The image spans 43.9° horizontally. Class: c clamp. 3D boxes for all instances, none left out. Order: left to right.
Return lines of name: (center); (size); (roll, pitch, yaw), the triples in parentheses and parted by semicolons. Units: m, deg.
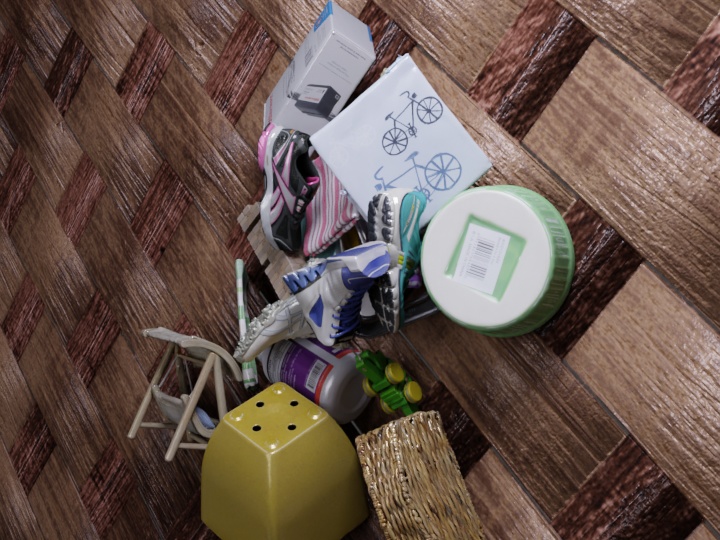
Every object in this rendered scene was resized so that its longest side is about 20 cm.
c clamp: (0.043, -0.004, 1.257); (0.197, 0.027, 0.174); (-27, 95, 2)

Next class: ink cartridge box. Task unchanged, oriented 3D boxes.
ink cartridge box: (-0.067, -0.294, 1.391); (0.201, 0.083, 0.146); (-52, 23, 25)

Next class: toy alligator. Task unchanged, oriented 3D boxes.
toy alligator: (0.030, 0.144, 1.287); (0.059, 0.055, 0.200); (-31, 112, 34)

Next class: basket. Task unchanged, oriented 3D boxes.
basket: (0.053, 0.317, 1.232); (0.148, 0.141, 0.204); (-29, 75, 35)

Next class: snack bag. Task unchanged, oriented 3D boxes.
snack bag: (0.051, -0.158, 1.217); (0.188, 0.021, 0.201); (-40, 98, 3)

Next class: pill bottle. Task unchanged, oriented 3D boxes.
pill bottle: (-0.076, 0.147, 1.386); (0.198, 0.111, 0.115); (27, 104, 39)

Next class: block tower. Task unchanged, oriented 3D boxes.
block tower: (-0.127, -0.024, 1.434); (0.054, 0.057, 0.202); (-48, 60, 28)

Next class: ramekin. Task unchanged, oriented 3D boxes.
ramekin: (0.173, -0.014, 1.160); (0.196, 0.097, 0.205); (-1, 88, 24)

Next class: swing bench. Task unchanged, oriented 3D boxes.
swing bench: (-0.298, 0.208, 1.535); (0.197, 0.127, 0.205); (5, 87, 58)

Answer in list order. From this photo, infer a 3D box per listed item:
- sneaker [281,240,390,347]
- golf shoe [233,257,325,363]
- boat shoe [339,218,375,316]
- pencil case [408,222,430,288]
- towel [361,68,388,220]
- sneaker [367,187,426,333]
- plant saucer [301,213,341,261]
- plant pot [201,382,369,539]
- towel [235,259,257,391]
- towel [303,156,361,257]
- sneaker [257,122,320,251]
sneaker: (-0.020, 0.036, 1.192); (0.198, 0.080, 0.117); (-19, 93, 53)
golf shoe: (-0.098, 0.078, 1.325); (0.200, 0.097, 0.078); (-45, 12, -5)
boat shoe: (0.000, 0.000, 1.352); (0.070, 0.069, 0.205); (-8, 88, 37)
pencil case: (0.066, -0.075, 1.299); (0.083, 0.085, 0.205); (10, 94, 38)
towel: (0.026, -0.186, 1.307); (0.036, 0.149, 0.204); (9, 109, -4)
sneaker: (0.055, -0.010, 1.196); (0.077, 0.078, 0.204); (38, 130, 52)
plant saucer: (-0.083, -0.031, 1.456); (0.197, 0.036, 0.205); (-4, 84, 40)
plant pot: (-0.118, 0.289, 1.311); (0.192, 0.194, 0.204); (26, 132, 38)
towel: (-0.190, 0.096, 1.489); (0.153, 0.023, 0.205); (118, 148, -79)
towel: (-0.046, -0.117, 1.340); (0.200, 0.029, 0.150); (145, 126, -61)
sneaker: (-0.102, -0.117, 1.346); (0.084, 0.081, 0.204); (8, 124, 20)
